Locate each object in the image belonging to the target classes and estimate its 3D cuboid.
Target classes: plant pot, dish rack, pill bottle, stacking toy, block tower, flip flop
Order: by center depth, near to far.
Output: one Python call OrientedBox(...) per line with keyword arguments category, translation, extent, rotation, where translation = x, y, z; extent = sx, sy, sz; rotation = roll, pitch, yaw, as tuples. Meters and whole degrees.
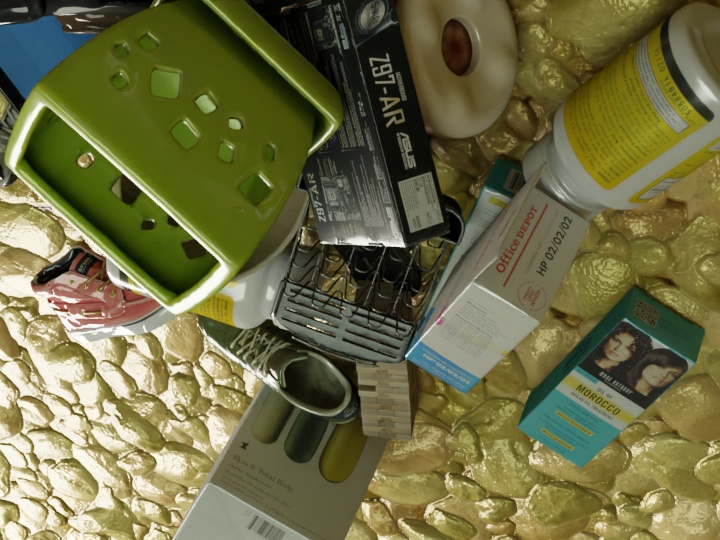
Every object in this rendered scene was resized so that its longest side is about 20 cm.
OrientedBox(category="plant pot", translation=(-0.138, -0.106, 1.149), extent=(0.199, 0.182, 0.200), rotation=(42, 156, -8))
OrientedBox(category="pill bottle", translation=(0.227, -0.118, 1.190), extent=(0.111, 0.111, 0.200), rotation=(42, 132, -12))
OrientedBox(category="stacking toy", translation=(0.019, -0.179, 1.242), extent=(0.200, 0.146, 0.146), rotation=(-1, 129, 45))
OrientedBox(category="dish rack", translation=(0.000, 0.000, 1.335), extent=(0.153, 0.055, 0.200), rotation=(20, 118, 2))
OrientedBox(category="flip flop", translation=(0.012, -0.045, 1.397), extent=(0.081, 0.058, 0.200), rotation=(-4, 141, 20))
OrientedBox(category="pill bottle", translation=(-0.140, -0.008, 1.454), extent=(0.200, 0.112, 0.113), rotation=(18, 133, 10))
OrientedBox(category="block tower", translation=(0.026, 0.097, 1.478), extent=(0.054, 0.058, 0.200), rotation=(4, 141, 9))

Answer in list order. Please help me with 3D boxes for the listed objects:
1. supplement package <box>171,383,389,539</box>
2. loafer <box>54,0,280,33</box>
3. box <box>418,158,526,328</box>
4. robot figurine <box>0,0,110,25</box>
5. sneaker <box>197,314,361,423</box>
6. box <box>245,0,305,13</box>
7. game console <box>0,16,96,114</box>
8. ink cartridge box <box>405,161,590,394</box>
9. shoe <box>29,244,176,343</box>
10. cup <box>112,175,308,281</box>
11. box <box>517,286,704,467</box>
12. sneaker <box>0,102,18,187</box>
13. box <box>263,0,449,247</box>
OrientedBox(category="supplement package", translation=(-0.082, 0.230, 1.568), extent=(0.152, 0.200, 0.151), rotation=(30, 134, -2))
OrientedBox(category="loafer", translation=(-0.170, -0.211, 1.279), extent=(0.200, 0.073, 0.071), rotation=(3, 121, -2))
OrientedBox(category="box", translation=(0.125, -0.004, 1.367), extent=(0.082, 0.049, 0.200), rotation=(26, 134, 3))
OrientedBox(category="robot figurine", translation=(-0.274, -0.269, 1.197), extent=(0.200, 0.150, 0.125), rotation=(-5, 105, 12))
OrientedBox(category="sneaker", translation=(-0.081, 0.088, 1.509), extent=(0.200, 0.067, 0.090), rotation=(35, 176, 2))
OrientedBox(category="box", translation=(-0.074, -0.319, 1.154), extent=(0.200, 0.123, 0.199), rotation=(-10, 122, 31))
OrientedBox(category="game console", translation=(-0.260, -0.245, 1.306), extent=(0.176, 0.116, 0.200), rotation=(-17, 119, 35))
OrientedBox(category="ink cartridge box", translation=(0.120, 0.009, 1.226), extent=(0.068, 0.115, 0.200), rotation=(32, 148, -2))
OrientedBox(category="shoe", translation=(-0.266, 0.018, 1.563), extent=(0.200, 0.072, 0.091), rotation=(-15, 126, 39))
OrientedBox(category="cup", translation=(-0.163, -0.101, 1.352), extent=(0.143, 0.200, 0.200), rotation=(24, 145, 52))
OrientedBox(category="box", translation=(0.239, 0.107, 1.419), extent=(0.082, 0.049, 0.200), rotation=(32, 134, -4))
OrientedBox(category="sneaker", translation=(-0.323, -0.143, 1.422), extent=(0.075, 0.116, 0.200), rotation=(33, 134, -4))
OrientedBox(category="box", translation=(-0.007, -0.120, 1.180), extent=(0.160, 0.043, 0.200), rotation=(3, 110, 64))
